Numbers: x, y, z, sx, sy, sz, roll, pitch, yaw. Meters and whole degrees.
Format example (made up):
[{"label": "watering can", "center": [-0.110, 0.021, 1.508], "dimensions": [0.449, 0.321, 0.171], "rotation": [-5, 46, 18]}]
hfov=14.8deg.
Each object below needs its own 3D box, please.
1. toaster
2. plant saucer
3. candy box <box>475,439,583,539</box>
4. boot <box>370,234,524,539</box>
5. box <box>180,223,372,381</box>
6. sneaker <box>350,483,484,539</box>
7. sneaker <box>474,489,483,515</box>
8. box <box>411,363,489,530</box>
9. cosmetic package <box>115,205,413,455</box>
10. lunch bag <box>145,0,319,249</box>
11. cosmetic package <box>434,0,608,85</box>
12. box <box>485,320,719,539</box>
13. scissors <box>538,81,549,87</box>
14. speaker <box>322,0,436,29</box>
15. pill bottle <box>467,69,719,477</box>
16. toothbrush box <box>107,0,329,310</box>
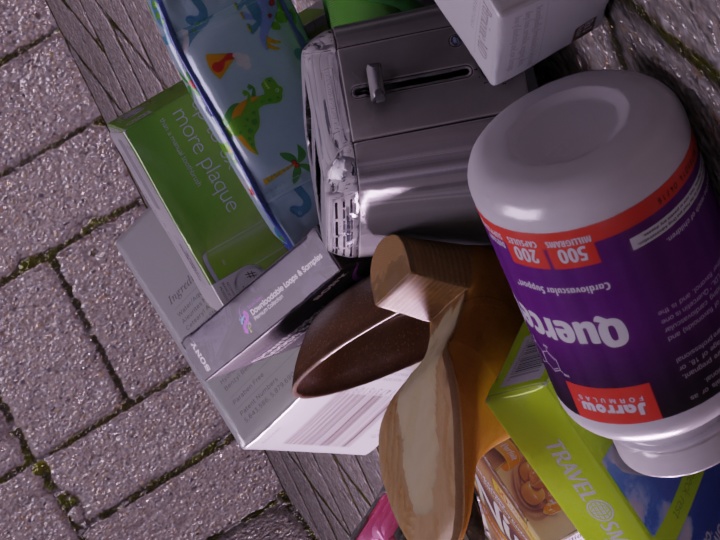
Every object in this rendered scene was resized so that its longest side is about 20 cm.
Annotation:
[{"label": "toaster", "center": [0.036, -0.075, 1.543], "dimensions": [0.200, 0.129, 0.114], "rotation": [91, 171, -72]}, {"label": "plant saucer", "center": [0.042, 0.017, 1.677], "dimensions": [0.200, 0.200, 0.037], "rotation": [97, 148, -76]}, {"label": "candy box", "center": [0.119, 0.160, 1.716], "dimensions": [0.116, 0.055, 0.200], "rotation": [56, 172, 32]}, {"label": "boot", "center": [0.082, 0.073, 1.516], "dimensions": [0.071, 0.144, 0.201], "rotation": [-39, 47, 42]}, {"label": "box", "center": [0.000, 0.000, 1.706], "dimensions": [0.143, 0.200, 0.036], "rotation": [-40, 76, 40]}, {"label": "sneaker", "center": [0.060, 0.183, 1.824], "dimensions": [0.095, 0.079, 0.200], "rotation": [37, 175, -9]}, {"label": "sneaker", "center": [0.112, 0.132, 1.872], "dimensions": [0.200, 0.081, 0.075], "rotation": [38, 149, -19]}, {"label": "box", "center": [0.104, 0.102, 1.960], "dimensions": [0.078, 0.095, 0.200], "rotation": [50, 169, 42]}, {"label": "cosmetic package", "center": [-0.036, 0.007, 2.014], "dimensions": [0.165, 0.165, 0.200], "rotation": [7, -136, -57]}, {"label": "lunch bag", "center": [-0.063, -0.120, 1.691], "dimensions": [0.200, 0.082, 0.161], "rotation": [62, 179, -12]}, {"label": "cosmetic package", "center": [0.042, -0.201, 1.357], "dimensions": [0.200, 0.074, 0.102], "rotation": [59, 172, 14]}, {"label": "box", "center": [0.153, 0.099, 1.521], "dimensions": [0.048, 0.122, 0.200], "rotation": [-15, 122, 37]}, {"label": "scissors", "center": [0.125, -0.043, 1.606], "dimensions": [0.073, 0.014, 0.200], "rotation": [54, 169, 24]}, {"label": "speaker", "center": [0.020, -0.156, 1.595], "dimensions": [0.089, 0.088, 0.200], "rotation": [56, 171, 24]}, {"label": "pill bottle", "center": [0.135, 0.006, 1.384], "dimensions": [0.112, 0.112, 0.200], "rotation": [47, 165, 56]}, {"label": "toothbrush box", "center": [-0.043, -0.082, 1.824], "dimensions": [0.146, 0.200, 0.086], "rotation": [62, 170, -11]}]
